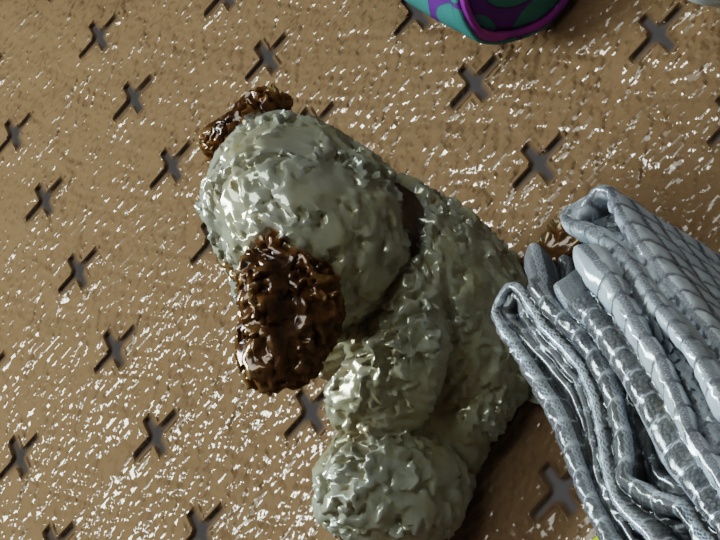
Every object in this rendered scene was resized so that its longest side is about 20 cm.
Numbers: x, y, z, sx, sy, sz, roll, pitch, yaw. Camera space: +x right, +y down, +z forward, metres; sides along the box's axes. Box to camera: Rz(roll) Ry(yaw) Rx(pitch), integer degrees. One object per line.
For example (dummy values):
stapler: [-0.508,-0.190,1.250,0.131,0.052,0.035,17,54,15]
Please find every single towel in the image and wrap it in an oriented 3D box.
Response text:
towel: [0.143,0.073,0.885,0.086,0.165,0.200,-51,36,16]

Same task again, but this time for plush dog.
plush dog: [0.000,0.000,1.096,0.160,0.171,0.201,-41,37,18]

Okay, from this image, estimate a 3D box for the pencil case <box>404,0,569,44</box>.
pencil case: [0.037,-0.183,1.274,0.200,0.085,0.093,36,106,54]

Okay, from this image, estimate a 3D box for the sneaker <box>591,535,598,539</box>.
sneaker: [0.076,0.192,0.957,0.081,0.074,0.201,-19,42,48]

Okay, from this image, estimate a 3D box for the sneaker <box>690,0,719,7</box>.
sneaker: [0.211,-0.132,1.037,0.198,0.080,0.130,-16,42,29]
